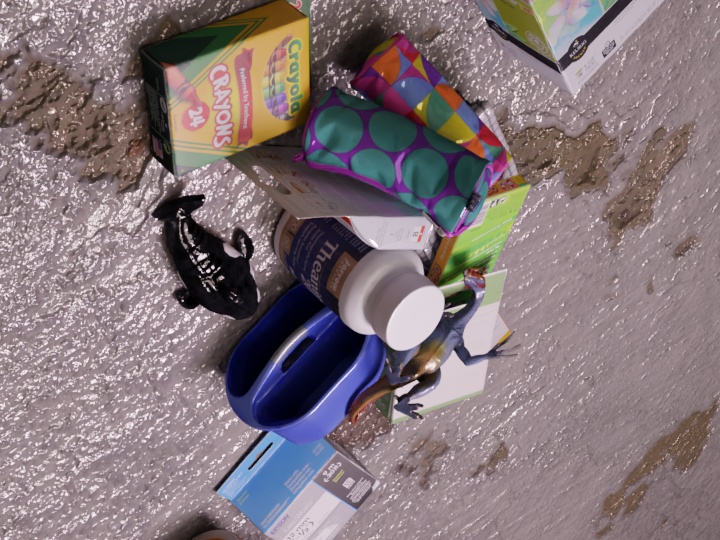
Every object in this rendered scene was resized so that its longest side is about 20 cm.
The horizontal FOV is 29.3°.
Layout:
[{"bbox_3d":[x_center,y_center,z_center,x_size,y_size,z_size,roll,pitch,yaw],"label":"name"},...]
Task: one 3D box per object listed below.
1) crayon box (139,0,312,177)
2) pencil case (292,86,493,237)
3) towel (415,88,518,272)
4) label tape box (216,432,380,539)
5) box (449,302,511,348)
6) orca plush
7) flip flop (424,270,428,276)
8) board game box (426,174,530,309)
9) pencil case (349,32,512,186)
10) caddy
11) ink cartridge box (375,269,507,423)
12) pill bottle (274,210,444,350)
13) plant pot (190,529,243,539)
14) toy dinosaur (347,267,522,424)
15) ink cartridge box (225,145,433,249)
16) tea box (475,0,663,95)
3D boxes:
[{"bbox_3d":[-0.118,-0.189,1.380,0.199,0.051,0.128,-27,136,-28],"label":"crayon box"},{"bbox_3d":[0.037,-0.111,1.430,0.093,0.198,0.085,-63,174,-7],"label":"pencil case"},{"bbox_3d":[0.094,-0.108,1.635,0.165,0.086,0.200,-42,143,-6],"label":"towel"},{"bbox_3d":[-0.078,0.285,1.806,0.144,0.066,0.200,-48,144,-1],"label":"label tape box"},{"bbox_3d":[0.132,0.088,1.832,0.119,0.041,0.200,-46,155,-2],"label":"box"},{"bbox_3d":[-0.147,-0.002,1.490,0.105,0.071,0.201,-33,139,-21],"label":"orca plush"},{"bbox_3d":[0.129,-0.013,1.767,0.081,0.057,0.201,20,106,-50],"label":"flip flop"},{"bbox_3d":[0.132,-0.025,1.650,0.095,0.030,0.201,-19,143,-34],"label":"board game box"},{"bbox_3d":[0.076,-0.159,1.493,0.088,0.088,0.200,-42,101,-8],"label":"pencil case"},{"bbox_3d":[-0.065,0.104,1.606,0.200,0.141,0.105,-47,145,-4],"label":"caddy"},{"bbox_3d":[0.098,0.084,1.698,0.144,0.048,0.202,-15,129,-28],"label":"ink cartridge box"},{"bbox_3d":[0.000,0.000,1.533,0.110,0.200,0.112,-26,136,-27],"label":"pill bottle"},{"bbox_3d":[-0.161,0.438,1.766,0.200,0.200,0.184,-40,127,-11],"label":"plant pot"},{"bbox_3d":[0.079,0.074,1.595,0.106,0.198,0.182,59,40,-23],"label":"toy dinosaur"},{"bbox_3d":[-0.041,-0.075,1.461,0.198,0.162,0.051,-5,124,-42],"label":"ink cartridge box"},{"bbox_3d":[0.233,-0.345,1.530,0.200,0.133,0.197,-46,142,-4],"label":"tea box"}]
